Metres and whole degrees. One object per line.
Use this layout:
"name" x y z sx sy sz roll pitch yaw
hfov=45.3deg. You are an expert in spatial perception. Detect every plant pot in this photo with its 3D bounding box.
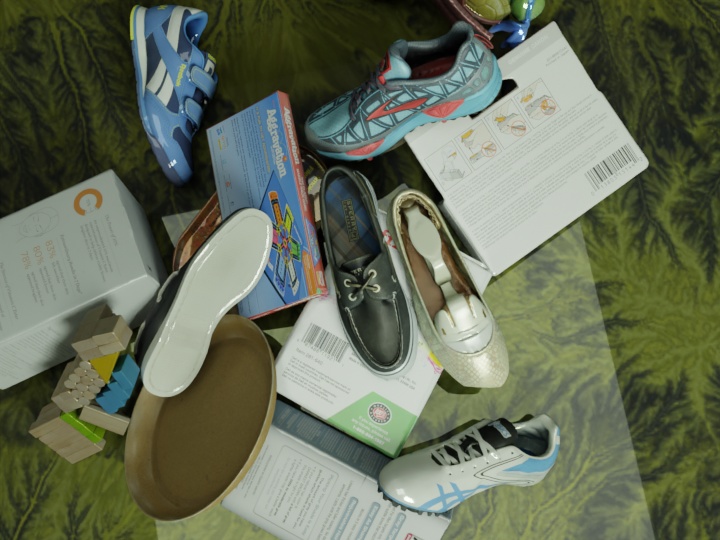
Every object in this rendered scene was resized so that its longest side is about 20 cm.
"plant pot" -0.148 0.139 0.815 0.199 0.027 0.202 -24 49 30

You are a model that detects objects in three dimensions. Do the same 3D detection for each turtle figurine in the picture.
"turtle figurine" 0.103 -0.335 0.882 0.192 0.144 0.202 11 114 14

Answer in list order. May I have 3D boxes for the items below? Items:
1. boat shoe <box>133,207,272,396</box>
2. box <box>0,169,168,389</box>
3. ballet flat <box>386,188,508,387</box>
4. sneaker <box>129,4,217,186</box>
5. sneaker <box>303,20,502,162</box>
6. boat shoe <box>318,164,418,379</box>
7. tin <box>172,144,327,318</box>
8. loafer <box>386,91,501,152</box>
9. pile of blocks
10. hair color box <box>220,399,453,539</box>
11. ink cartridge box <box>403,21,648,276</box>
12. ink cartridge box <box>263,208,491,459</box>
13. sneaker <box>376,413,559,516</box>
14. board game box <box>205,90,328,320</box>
"boat shoe" -0.154 0.023 0.824 0.060 0.074 0.201 38 102 50
"box" -0.300 0.011 0.846 0.198 0.098 0.125 -24 68 -2
"ballet flat" 0.074 0.018 0.778 0.067 0.062 0.201 -27 81 -1
"sneaker" -0.189 -0.189 0.901 0.081 0.074 0.202 -9 81 -2
"sneaker" 0.029 -0.177 0.813 0.198 0.096 0.080 -23 56 9
"boat shoe" 0.000 0.000 0.781 0.068 0.057 0.202 -18 77 10
"tin" -0.108 -0.040 0.891 0.112 0.042 0.201 36 82 11
"loafer" 0.054 -0.179 0.894 0.198 0.067 0.077 -22 78 -4
"pile of blocks" -0.248 0.104 0.826 0.082 0.200 0.062 26 38 -14
"hair color box" -0.020 0.218 0.819 0.199 0.061 0.100 27 103 6
"ink cartridge box" 0.163 -0.122 0.879 0.199 0.045 0.177 -34 92 -4
"ink cartridge box" 0.018 0.059 0.846 0.144 0.084 0.201 28 82 6
"sneaker" 0.101 0.172 0.796 0.198 0.072 0.073 -6 120 -32
"board game box" -0.094 -0.061 0.840 0.102 0.019 0.202 -19 77 34
